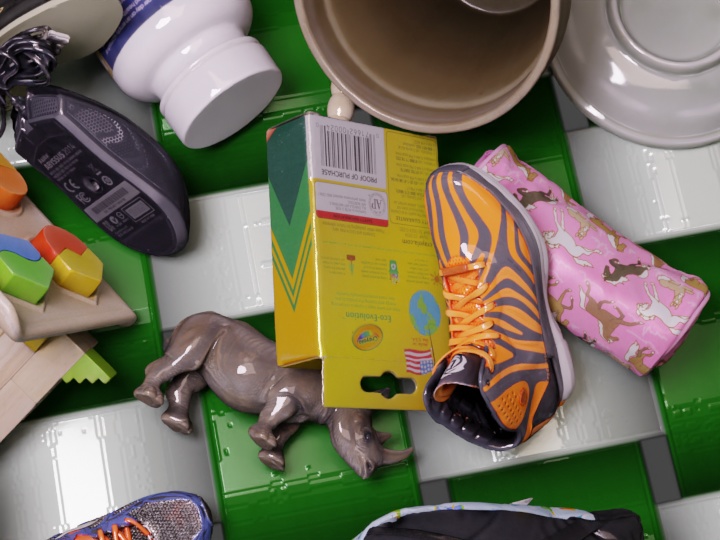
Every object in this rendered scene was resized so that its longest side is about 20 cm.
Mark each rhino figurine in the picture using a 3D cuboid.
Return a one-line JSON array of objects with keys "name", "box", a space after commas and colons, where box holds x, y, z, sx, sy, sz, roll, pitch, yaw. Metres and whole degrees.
[{"name": "rhino figurine", "box": [-0.054, 0.091, 1.136, 0.198, 0.060, 0.088, 21, 63, 1]}]

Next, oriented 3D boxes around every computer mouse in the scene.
[{"name": "computer mouse", "box": [-0.191, -0.093, 1.147, 0.200, 0.138, 0.053, 45, 52, -21]}]

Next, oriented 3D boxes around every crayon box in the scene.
[{"name": "crayon box", "box": [0.000, 0.000, 1.120, 0.126, 0.051, 0.202, 7, 75, -41]}]

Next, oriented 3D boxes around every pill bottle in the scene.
[{"name": "pill bottle", "box": [-0.150, -0.196, 1.187, 0.119, 0.120, 0.201, -34, 77, -11]}]

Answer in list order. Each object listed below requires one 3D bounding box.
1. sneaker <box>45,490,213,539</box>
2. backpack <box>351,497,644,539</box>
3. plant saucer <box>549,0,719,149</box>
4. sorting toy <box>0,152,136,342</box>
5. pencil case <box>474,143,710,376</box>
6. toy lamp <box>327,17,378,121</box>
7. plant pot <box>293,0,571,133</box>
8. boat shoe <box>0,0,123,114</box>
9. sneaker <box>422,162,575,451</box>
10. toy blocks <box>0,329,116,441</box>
[{"name": "sneaker", "box": [-0.191, 0.209, 1.087, 0.199, 0.079, 0.076, -27, 77, -9]}, {"name": "backpack", "box": [0.075, 0.231, 1.068, 0.198, 0.154, 0.165, 9, 74, -22]}, {"name": "plant saucer", "box": [0.241, -0.196, 1.238, 0.198, 0.050, 0.202, 1, 74, -2]}, {"name": "sorting toy", "box": [-0.247, -0.030, 1.094, 0.185, 0.200, 0.036, 46, 100, 11]}, {"name": "pencil case", "box": [0.153, -0.009, 1.163, 0.199, 0.086, 0.083, 35, 107, 8]}, {"name": "toy lamp", "box": [-0.020, -0.091, 1.195, 0.058, 0.058, 0.202, 9, 71, 1]}, {"name": "plant pot", "box": [0.072, -0.222, 1.160, 0.199, 0.201, 0.174, 32, 32, 7]}, {"name": "boat shoe", "box": [-0.239, -0.174, 1.148, 0.073, 0.201, 0.064, 9, 69, -38]}, {"name": "sneaker", "box": [0.081, 0.032, 1.097, 0.112, 0.077, 0.201, -39, 109, -46]}, {"name": "toy blocks", "box": [-0.288, 0.049, 1.126, 0.137, 0.100, 0.200, -45, 93, 6]}]
